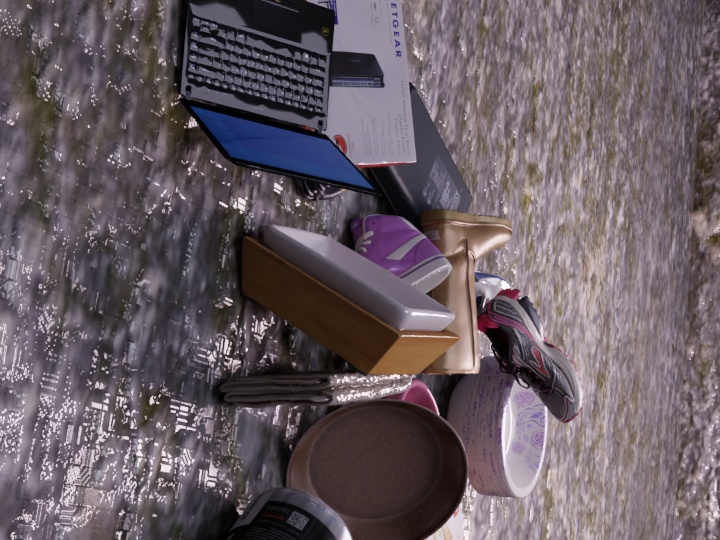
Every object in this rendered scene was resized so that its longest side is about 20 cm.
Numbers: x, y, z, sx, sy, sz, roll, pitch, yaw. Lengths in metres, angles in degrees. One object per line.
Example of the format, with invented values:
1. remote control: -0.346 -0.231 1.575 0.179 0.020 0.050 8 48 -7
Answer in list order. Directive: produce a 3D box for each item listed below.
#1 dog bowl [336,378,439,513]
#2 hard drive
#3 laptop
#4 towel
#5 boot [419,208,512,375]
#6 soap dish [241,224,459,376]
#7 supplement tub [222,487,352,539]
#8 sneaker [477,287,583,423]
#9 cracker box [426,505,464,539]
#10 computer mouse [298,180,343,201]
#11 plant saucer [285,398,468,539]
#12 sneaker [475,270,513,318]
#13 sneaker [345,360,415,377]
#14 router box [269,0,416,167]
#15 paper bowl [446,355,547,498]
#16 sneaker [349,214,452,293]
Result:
1. dog bowl: 0.040 0.216 1.419 0.200 0.073 0.201 -7 90 -67
2. hard drive: 0.077 -0.121 1.525 0.200 0.033 0.140 58 40 -35
3. laptop: -0.070 -0.178 1.114 0.177 0.103 0.201 10 82 -41
4. towel: -0.042 0.120 1.209 0.200 0.132 0.035 4 83 -63
5. boot: 0.133 0.031 1.501 0.175 0.066 0.201 5 80 -45
6. soap dish: -0.014 0.033 1.212 0.082 0.199 0.157 -62 156 9
7. supplement tub: -0.096 0.309 1.115 0.200 0.122 0.123 -50 133 -52
8. sneaker: 0.226 0.125 1.618 0.075 0.081 0.200 -38 95 -35
9. cracker box: 0.073 0.359 1.529 0.200 0.057 0.135 -36 122 -59
10. computer mouse: -0.018 -0.161 1.346 0.200 0.046 0.141 -40 124 -56
11. plant saucer: 0.017 0.219 1.299 0.037 0.199 0.201 -105 -178 -65
12. sneaker: 0.136 0.051 1.642 0.199 0.080 0.116 24 72 -54
13. sneaker: 0.024 0.084 1.414 0.200 0.084 0.075 -58 135 -82
14. router box: -0.023 -0.210 1.270 0.179 0.049 0.201 -9 94 -48
15. paper bowl: 0.193 0.224 1.716 0.200 0.104 0.202 -4 95 -64
16. sneaker: 0.000 0.000 1.381 0.200 0.114 0.073 -26 159 -38
